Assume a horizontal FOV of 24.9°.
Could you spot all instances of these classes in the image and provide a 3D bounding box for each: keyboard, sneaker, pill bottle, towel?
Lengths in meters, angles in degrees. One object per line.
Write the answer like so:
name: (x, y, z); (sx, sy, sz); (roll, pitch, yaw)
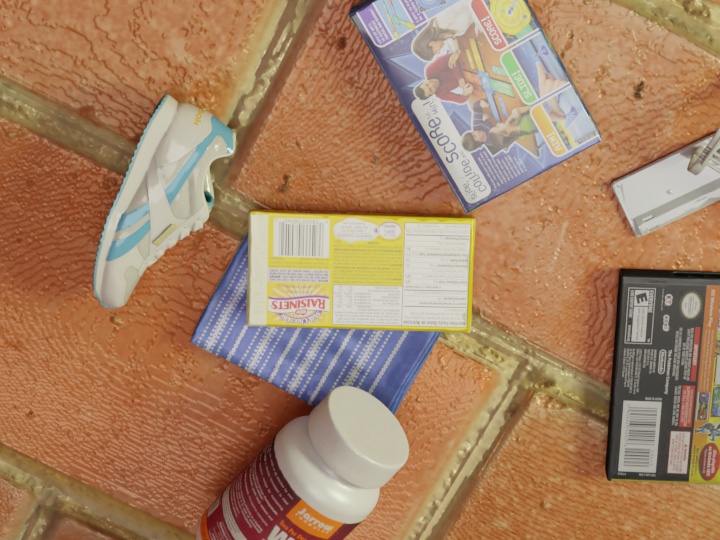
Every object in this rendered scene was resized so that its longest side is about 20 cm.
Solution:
keyboard: (0.317, -0.094, 1.400); (0.199, 0.011, 0.057); (-26, 102, 12)
sneaker: (-0.174, -0.048, 1.411); (0.080, 0.077, 0.201); (23, 112, -7)
pill bottle: (-0.052, 0.201, 1.463); (0.109, 0.110, 0.200); (37, 118, -10)
towel: (-0.038, 0.053, 1.467); (0.199, 0.024, 0.145); (29, 109, -7)

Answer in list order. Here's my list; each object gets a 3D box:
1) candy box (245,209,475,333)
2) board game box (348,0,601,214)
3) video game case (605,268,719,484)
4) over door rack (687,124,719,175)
candy box: (0.000, 0.000, 1.429); (0.198, 0.026, 0.103); (2, 102, -2)
board game box: (0.097, -0.165, 1.370); (0.135, 0.035, 0.201); (-27, 106, 13)
video game case: (0.316, 0.098, 1.462); (0.179, 0.026, 0.202); (2, 110, 3)
over door rack: (0.383, -0.126, 1.335); (0.147, 0.067, 0.201); (30, 127, -3)
